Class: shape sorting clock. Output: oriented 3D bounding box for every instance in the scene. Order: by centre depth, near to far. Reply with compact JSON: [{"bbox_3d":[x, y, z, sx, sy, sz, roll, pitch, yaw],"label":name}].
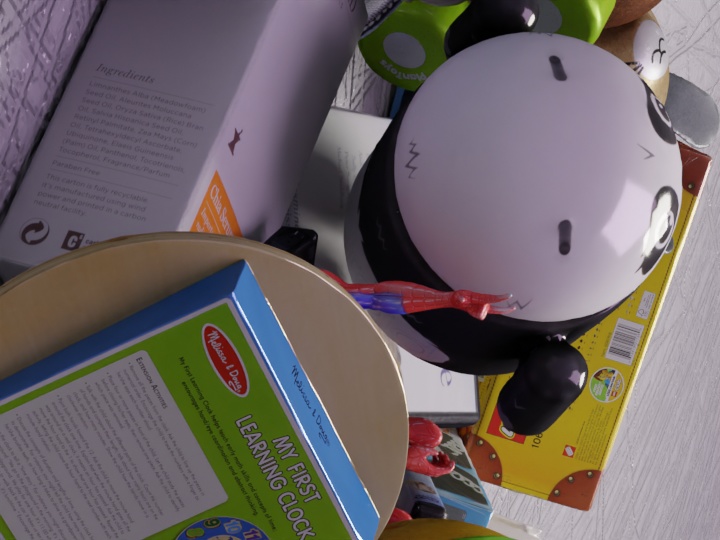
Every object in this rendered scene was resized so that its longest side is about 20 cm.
[{"bbox_3d":[-0.078,0.072,1.052,0.039,0.199,0.201,-110,-162,-55],"label":"shape sorting clock"}]

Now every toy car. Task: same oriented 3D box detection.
[{"bbox_3d":[0.119,-0.110,1.373,0.200,0.157,0.165,54,45,-27],"label":"toy car"}]

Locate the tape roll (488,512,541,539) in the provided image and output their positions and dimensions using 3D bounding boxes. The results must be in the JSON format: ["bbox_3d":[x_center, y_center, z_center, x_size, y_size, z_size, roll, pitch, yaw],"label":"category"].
[{"bbox_3d":[0.033,0.225,1.545,0.202,0.070,0.204,-159,-90,-85],"label":"tape roll"}]

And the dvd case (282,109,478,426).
[{"bbox_3d":[0.000,0.000,1.294,0.200,0.017,0.144,5,80,-62],"label":"dvd case"}]

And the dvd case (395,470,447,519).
[{"bbox_3d":[0.002,0.152,1.337,0.200,0.017,0.143,-119,-135,-78],"label":"dvd case"}]

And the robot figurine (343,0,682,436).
[{"bbox_3d":[0.063,-0.025,1.189,0.125,0.150,0.200,-45,178,-17],"label":"robot figurine"}]

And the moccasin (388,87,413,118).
[{"bbox_3d":[0.049,-0.055,1.508,0.080,0.068,0.201,48,57,-70],"label":"moccasin"}]

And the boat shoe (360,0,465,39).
[{"bbox_3d":[0.013,-0.137,1.210,0.200,0.074,0.093,111,-35,-54],"label":"boat shoe"}]

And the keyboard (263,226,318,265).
[{"bbox_3d":[-0.053,0.081,1.146,0.104,0.039,0.201,-35,135,-66],"label":"keyboard"}]

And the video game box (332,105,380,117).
[{"bbox_3d":[-0.036,0.049,1.361,0.200,0.047,0.183,-55,155,-50],"label":"video game box"}]

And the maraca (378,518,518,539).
[{"bbox_3d":[0.038,0.164,1.187,0.199,0.107,0.137,10,126,-45],"label":"maraca"}]

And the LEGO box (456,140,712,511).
[{"bbox_3d":[0.105,0.010,1.525,0.149,0.077,0.201,-130,-122,-77],"label":"LEGO box"}]

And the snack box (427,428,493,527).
[{"bbox_3d":[0.019,0.138,1.449,0.200,0.037,0.117,-113,-137,-76],"label":"snack box"}]

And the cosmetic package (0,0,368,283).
[{"bbox_3d":[-0.068,-0.057,1.137,0.102,0.071,0.201,72,35,-59],"label":"cosmetic package"}]

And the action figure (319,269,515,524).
[{"bbox_3d":[0.018,0.054,1.133,0.200,0.098,0.066,57,46,-63],"label":"action figure"}]
